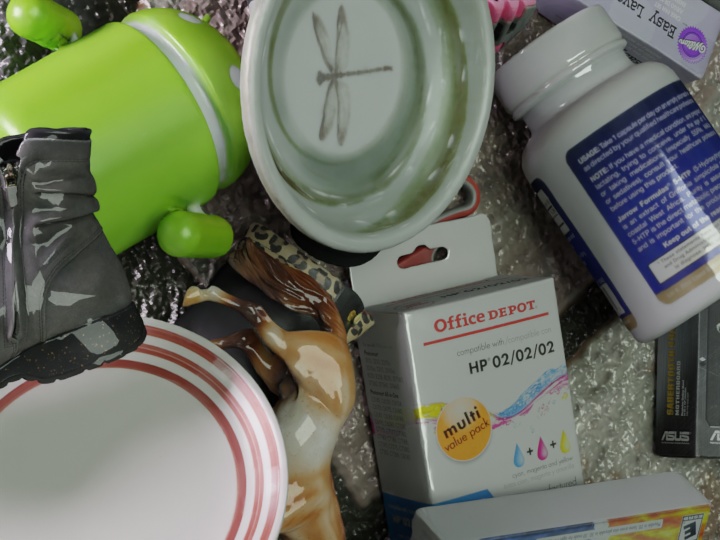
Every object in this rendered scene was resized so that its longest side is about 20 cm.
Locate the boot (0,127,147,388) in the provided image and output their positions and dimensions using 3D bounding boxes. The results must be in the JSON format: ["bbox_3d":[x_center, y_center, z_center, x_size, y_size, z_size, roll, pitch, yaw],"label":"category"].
[{"bbox_3d":[-0.216,0.007,0.911,0.199,0.070,0.132,-23,106,-22],"label":"boot"}]

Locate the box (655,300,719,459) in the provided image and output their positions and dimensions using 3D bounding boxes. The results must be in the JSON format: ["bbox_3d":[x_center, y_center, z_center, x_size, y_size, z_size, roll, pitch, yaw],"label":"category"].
[{"bbox_3d":[0.304,0.058,1.279,0.199,0.048,0.159,4,84,-27],"label":"box"}]

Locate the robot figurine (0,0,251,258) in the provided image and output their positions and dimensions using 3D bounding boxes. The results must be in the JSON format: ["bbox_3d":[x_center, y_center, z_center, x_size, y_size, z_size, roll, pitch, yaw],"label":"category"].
[{"bbox_3d":[-0.143,-0.073,1.015,0.200,0.116,0.176,-33,81,-25],"label":"robot figurine"}]

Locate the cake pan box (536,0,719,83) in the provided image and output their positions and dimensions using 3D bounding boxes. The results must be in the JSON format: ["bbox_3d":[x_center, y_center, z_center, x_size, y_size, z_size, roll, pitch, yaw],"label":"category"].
[{"bbox_3d":[0.183,-0.248,1.236,0.199,0.052,0.185,29,76,-23],"label":"cake pan box"}]

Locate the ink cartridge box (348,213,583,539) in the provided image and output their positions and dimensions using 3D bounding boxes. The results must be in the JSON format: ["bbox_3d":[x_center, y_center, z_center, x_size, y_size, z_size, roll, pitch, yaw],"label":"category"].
[{"bbox_3d":[0.067,0.071,1.136,0.115,0.068,0.201,-13,97,-28],"label":"ink cartridge box"}]

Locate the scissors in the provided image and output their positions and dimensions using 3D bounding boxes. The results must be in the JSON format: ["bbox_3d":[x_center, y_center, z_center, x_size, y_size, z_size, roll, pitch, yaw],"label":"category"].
[{"bbox_3d":[0.000,0.000,1.145,0.199,0.014,0.073,-24,106,-24],"label":"scissors"}]

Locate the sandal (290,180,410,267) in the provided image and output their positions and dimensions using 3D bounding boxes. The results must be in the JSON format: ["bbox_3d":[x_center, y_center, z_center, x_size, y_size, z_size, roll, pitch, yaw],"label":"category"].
[{"bbox_3d":[0.016,-0.067,1.127,0.075,0.048,0.201,30,50,13],"label":"sandal"}]

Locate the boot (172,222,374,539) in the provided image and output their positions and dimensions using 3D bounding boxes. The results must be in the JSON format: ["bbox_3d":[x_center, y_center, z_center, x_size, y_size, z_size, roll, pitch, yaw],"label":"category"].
[{"bbox_3d":[-0.042,0.083,1.081,0.200,0.073,0.151,40,75,-13],"label":"boot"}]

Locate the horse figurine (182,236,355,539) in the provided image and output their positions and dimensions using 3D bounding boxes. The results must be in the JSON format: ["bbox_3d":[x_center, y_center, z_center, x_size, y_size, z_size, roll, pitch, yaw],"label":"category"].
[{"bbox_3d":[-0.052,0.085,1.012,0.132,0.050,0.201,14,84,-15],"label":"horse figurine"}]

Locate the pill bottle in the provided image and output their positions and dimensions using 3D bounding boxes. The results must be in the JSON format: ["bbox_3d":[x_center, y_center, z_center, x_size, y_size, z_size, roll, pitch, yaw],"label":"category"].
[{"bbox_3d":[0.175,-0.066,1.167,0.119,0.120,0.200,-31,85,-26],"label":"pill bottle"}]

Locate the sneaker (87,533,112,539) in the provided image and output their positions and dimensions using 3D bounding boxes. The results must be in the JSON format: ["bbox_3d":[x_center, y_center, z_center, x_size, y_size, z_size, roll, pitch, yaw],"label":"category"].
[{"bbox_3d":[-0.114,0.174,0.943,0.199,0.073,0.082,-4,77,-7],"label":"sneaker"}]

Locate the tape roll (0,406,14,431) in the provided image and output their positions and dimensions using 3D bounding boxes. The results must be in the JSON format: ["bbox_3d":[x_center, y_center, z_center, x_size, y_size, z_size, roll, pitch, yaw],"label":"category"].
[{"bbox_3d":[-0.262,0.152,0.968,0.199,0.066,0.201,2,85,-28],"label":"tape roll"}]

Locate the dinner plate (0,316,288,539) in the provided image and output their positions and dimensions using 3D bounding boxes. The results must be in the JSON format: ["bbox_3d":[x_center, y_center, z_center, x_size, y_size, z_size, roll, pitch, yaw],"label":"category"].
[{"bbox_3d":[-0.137,0.113,0.937,0.199,0.024,0.201,0,59,0],"label":"dinner plate"}]

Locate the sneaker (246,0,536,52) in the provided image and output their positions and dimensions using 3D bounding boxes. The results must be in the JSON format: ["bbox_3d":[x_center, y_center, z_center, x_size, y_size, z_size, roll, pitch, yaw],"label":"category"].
[{"bbox_3d":[0.016,-0.175,1.131,0.199,0.079,0.096,-9,64,-24],"label":"sneaker"}]

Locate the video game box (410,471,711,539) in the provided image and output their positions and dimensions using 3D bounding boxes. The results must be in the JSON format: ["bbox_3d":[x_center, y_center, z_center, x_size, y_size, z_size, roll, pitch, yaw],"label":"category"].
[{"bbox_3d":[0.112,0.224,1.126,0.199,0.047,0.183,-4,120,-28],"label":"video game box"}]

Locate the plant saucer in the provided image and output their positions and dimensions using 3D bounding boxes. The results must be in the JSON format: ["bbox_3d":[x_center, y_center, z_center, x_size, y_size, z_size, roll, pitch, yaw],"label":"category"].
[{"bbox_3d":[-0.004,-0.113,1.033,0.200,0.050,0.201,-12,107,-43],"label":"plant saucer"}]
